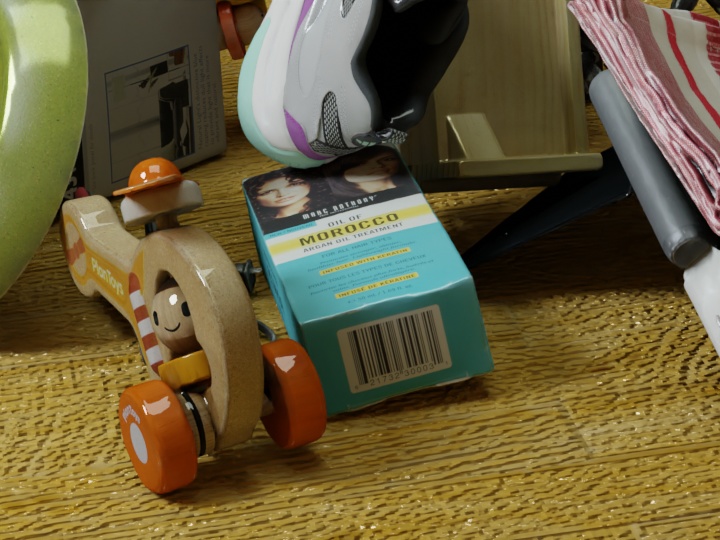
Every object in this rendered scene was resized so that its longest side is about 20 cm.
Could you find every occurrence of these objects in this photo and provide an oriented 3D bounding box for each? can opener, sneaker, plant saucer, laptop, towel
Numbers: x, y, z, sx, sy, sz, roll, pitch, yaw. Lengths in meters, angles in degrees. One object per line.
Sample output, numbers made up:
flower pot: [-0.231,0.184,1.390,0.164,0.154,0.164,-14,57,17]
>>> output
can opener: [0.160,-0.021,1.245,0.066,0.053,0.200,22,34,-46]
sneaker: [0.013,-0.151,1.348,0.078,0.200,0.140,8,-8,-39]
plant saucer: [-0.207,-0.067,1.356,0.031,0.200,0.200,18,2,-41]
laptop: [0.172,-0.016,1.379,0.200,0.116,0.187,32,34,14]
towel: [0.191,-0.059,1.256,0.200,0.023,0.144,9,43,-46]

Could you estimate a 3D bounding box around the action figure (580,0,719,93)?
action figure: [0.136,-0.142,1.517,0.200,0.119,0.102,18,34,-17]

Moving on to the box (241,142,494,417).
box: [0.000,0.000,1.315,0.082,0.049,0.200,-15,22,-5]

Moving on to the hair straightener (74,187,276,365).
hair straightener: [-0.084,0.001,1.356,0.077,0.041,0.200,-11,22,-13]

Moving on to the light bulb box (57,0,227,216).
light bulb box: [-0.214,-0.111,1.558,0.198,0.125,0.200,15,28,41]

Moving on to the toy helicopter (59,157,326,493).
toy helicopter: [-0.093,0.002,1.222,0.079,0.132,0.200,-18,24,-21]

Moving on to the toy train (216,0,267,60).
toy train: [-0.025,-0.154,1.592,0.150,0.056,0.200,-27,-33,27]

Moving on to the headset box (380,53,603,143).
headset box: [0.049,-0.144,1.551,0.075,0.149,0.200,12,26,37]

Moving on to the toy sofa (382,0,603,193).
toy sofa: [0.061,-0.141,1.417,0.083,0.200,0.098,-4,0,-22]
